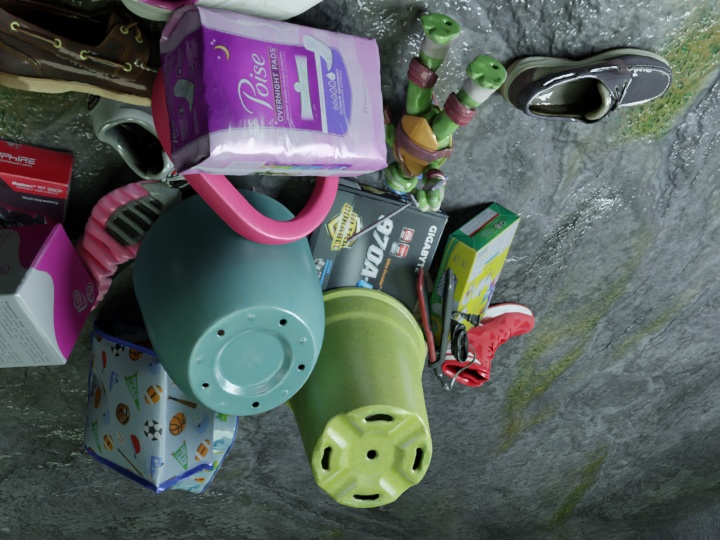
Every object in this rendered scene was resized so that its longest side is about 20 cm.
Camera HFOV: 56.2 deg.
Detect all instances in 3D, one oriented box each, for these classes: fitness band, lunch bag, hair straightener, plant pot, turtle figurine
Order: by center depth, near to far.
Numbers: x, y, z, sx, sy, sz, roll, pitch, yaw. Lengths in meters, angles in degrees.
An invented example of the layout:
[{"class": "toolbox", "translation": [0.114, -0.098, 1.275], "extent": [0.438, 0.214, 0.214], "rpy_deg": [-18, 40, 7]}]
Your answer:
[{"class": "fitness band", "translation": [-0.101, -0.119, 0.619], "extent": [0.037, 0.145, 0.201], "rpy_deg": [-8, 131, 50]}, {"class": "turtle figurine", "translation": [0.042, -0.137, 0.669], "extent": [0.195, 0.147, 0.195], "rpy_deg": [5, 140, -27]}, {"class": "plant pot", "translation": [-0.125, 0.045, 0.685], "extent": [0.195, 0.162, 0.205], "rpy_deg": [-11, 124, -16]}, {"class": "plant pot", "translation": [-0.001, 0.151, 0.765], "extent": [0.194, 0.185, 0.206], "rpy_deg": [-4, 115, -8]}, {"class": "hair straightener", "translation": [0.115, 0.079, 0.844], "extent": [0.075, 0.041, 0.204], "rpy_deg": [-3, 128, 10]}, {"class": "lunch bag", "translation": [-0.277, 0.158, 0.863], "extent": [0.196, 0.176, 0.123], "rpy_deg": [8, -175, 33]}, {"class": "lunch bag", "translation": [-0.242, 0.220, 1.003], "extent": [0.080, 0.163, 0.202], "rpy_deg": [14, 132, -23]}]

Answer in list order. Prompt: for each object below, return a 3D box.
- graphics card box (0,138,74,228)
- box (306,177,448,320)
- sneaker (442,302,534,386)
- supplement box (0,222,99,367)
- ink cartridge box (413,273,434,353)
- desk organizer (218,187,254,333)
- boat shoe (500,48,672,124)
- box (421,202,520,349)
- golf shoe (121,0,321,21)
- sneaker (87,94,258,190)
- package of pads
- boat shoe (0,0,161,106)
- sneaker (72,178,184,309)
[{"class": "graphics card box", "translation": [-0.385, -0.049, 0.729], "extent": [0.122, 0.052, 0.202], "rpy_deg": [9, 137, -24]}, {"class": "box", "translation": [0.000, 0.000, 0.824], "extent": [0.155, 0.046, 0.205], "rpy_deg": [13, 111, -16]}, {"class": "sneaker", "translation": [0.195, 0.122, 1.034], "extent": [0.194, 0.117, 0.079], "rpy_deg": [-7, 142, -17]}, {"class": "supplement box", "translation": [-0.385, 0.028, 0.677], "extent": [0.194, 0.103, 0.105], "rpy_deg": [-4, 132, 11]}, {"class": "ink cartridge box", "translation": [-0.001, 0.067, 0.954], "extent": [0.194, 0.076, 0.167], "rpy_deg": [-7, 139, -7]}, {"class": "desk organizer", "translation": [-0.179, -0.010, 0.817], "extent": [0.075, 0.073, 0.202], "rpy_deg": [5, 138, -17]}, {"class": "boat shoe", "translation": [0.249, -0.191, 0.725], "extent": [0.194, 0.066, 0.073], "rpy_deg": [-4, 139, -13]}, {"class": "box", "translation": [0.141, 0.021, 0.897], "extent": [0.116, 0.048, 0.204], "rpy_deg": [-33, 144, -41]}, {"class": "golf shoe", "translation": [-0.103, -0.236, 0.543], "extent": [0.194, 0.092, 0.077], "rpy_deg": [-10, 111, -5]}, {"class": "sneaker", "translation": [-0.184, -0.113, 0.681], "extent": [0.198, 0.090, 0.074], "rpy_deg": [26, 127, -39]}, {"class": "package of pads", "translation": [-0.066, -0.146, 0.580], "extent": [0.196, 0.124, 0.075], "rpy_deg": [-5, 177, -41]}, {"class": "boat shoe", "translation": [-0.220, -0.190, 0.588], "extent": [0.195, 0.071, 0.072], "rpy_deg": [-1, 128, -28]}, {"class": "sneaker", "translation": [-0.265, -0.040, 0.751], "extent": [0.198, 0.096, 0.079], "rpy_deg": [-36, 104, 20]}]
